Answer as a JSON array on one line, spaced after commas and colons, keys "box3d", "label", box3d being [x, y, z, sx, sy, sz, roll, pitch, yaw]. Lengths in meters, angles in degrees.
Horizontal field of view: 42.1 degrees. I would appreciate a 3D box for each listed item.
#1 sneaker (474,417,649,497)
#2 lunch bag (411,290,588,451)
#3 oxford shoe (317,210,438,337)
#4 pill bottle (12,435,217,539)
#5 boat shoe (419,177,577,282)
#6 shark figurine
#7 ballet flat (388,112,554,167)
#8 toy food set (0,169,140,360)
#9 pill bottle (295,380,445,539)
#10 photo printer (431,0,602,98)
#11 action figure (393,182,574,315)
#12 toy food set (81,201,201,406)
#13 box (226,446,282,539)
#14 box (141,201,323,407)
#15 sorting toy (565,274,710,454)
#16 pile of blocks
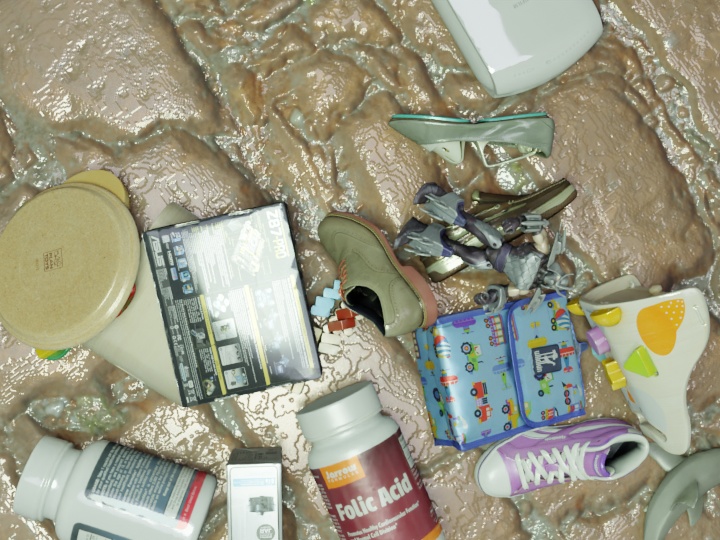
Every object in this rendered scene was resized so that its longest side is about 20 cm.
[{"box3d": [0.233, 0.218, 1.080, 0.200, 0.114, 0.073, -19, 92, -3], "label": "sneaker"}, {"box3d": [0.176, 0.113, 1.102, 0.199, 0.094, 0.151, -11, 88, -17], "label": "lunch bag"}, {"box3d": [0.000, 0.000, 1.041, 0.075, 0.200, 0.071, -22, 134, -28], "label": "oxford shoe"}, {"box3d": [-0.271, 0.256, 1.038, 0.199, 0.120, 0.120, 20, 87, -3], "label": "pill bottle"}, {"box3d": [0.156, -0.065, 1.101, 0.202, 0.075, 0.075, -30, 85, -4], "label": "boat shoe"}, {"box3d": [0.377, 0.292, 1.103, 0.128, 0.090, 0.215, 27, 85, -2], "label": "shark figurine"}, {"box3d": [0.132, -0.154, 1.105, 0.199, 0.067, 0.064, -1, 96, -4], "label": "ballet flat"}, {"box3d": [-0.333, -0.006, 1.048, 0.197, 0.049, 0.201, -30, 69, 8], "label": "toy food set"}, {"box3d": [0.008, 0.236, 1.061, 0.114, 0.114, 0.201, -24, 91, -4], "label": "pill bottle"}, {"box3d": [0.180, -0.317, 1.109, 0.166, 0.069, 0.201, -30, 91, -4], "label": "photo printer"}, {"box3d": [0.143, -0.020, 1.031, 0.199, 0.069, 0.131, 26, 113, 15], "label": "action figure"}, {"box3d": [-0.214, 0.041, 1.084, 0.143, 0.060, 0.200, 33, 94, -5], "label": "toy food set"}, {"box3d": [-0.116, 0.307, 1.050, 0.060, 0.117, 0.201, -2, 90, -4], "label": "box"}, {"box3d": [-0.139, 0.037, 1.032, 0.160, 0.049, 0.201, -13, 95, 1], "label": "box"}, {"box3d": [0.318, 0.109, 1.050, 0.106, 0.200, 0.181, -18, 94, -1], "label": "sorting toy"}, {"box3d": [-0.042, 0.061, 1.088, 0.082, 0.062, 0.200, 45, 86, -2], "label": "pile of blocks"}]
